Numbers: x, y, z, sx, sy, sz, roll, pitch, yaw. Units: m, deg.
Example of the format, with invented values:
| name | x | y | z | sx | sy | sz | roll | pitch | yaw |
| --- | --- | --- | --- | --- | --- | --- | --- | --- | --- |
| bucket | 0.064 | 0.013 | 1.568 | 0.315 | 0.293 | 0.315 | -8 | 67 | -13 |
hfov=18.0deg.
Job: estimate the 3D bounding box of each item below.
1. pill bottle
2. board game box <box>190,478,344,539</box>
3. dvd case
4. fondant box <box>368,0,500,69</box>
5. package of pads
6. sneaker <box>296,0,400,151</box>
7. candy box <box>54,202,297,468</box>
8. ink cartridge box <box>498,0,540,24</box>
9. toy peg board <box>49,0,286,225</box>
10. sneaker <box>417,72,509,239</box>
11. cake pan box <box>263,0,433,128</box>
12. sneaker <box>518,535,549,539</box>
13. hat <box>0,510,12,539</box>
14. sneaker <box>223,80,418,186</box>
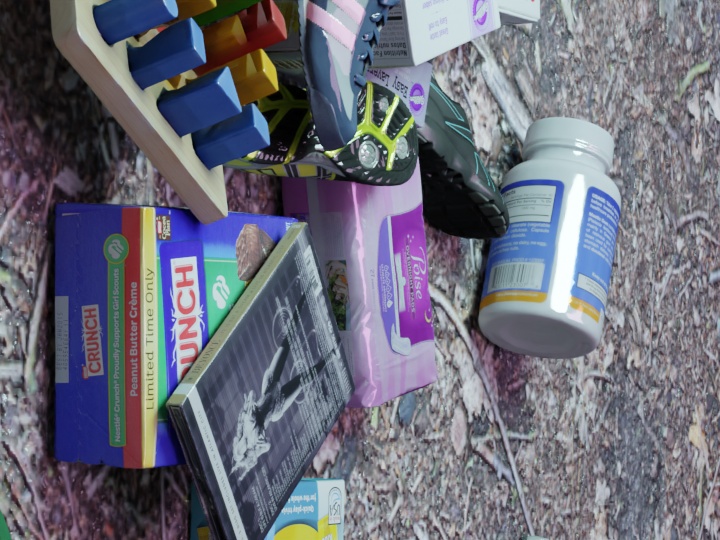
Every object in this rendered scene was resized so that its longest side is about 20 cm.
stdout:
| name | x | y | z | sx | sy | sz | roll | pitch | yaw |
| --- | --- | --- | --- | --- | --- | --- | --- | --- | --- |
| pill bottle | 0.175 | -0.031 | 2.042 | 0.112 | 0.112 | 0.201 | 44 | 51 | -53 |
| board game box | -0.067 | 0.252 | 1.646 | 0.151 | 0.047 | 0.201 | 7 | 83 | -62 |
| dvd case | -0.064 | 0.085 | 1.530 | 0.200 | 0.016 | 0.149 | -58 | 142 | -46 |
| fondant box | 0.037 | -0.259 | 1.642 | 0.144 | 0.058 | 0.201 | -31 | 118 | -56 |
| package of pads | 0.000 | 0.000 | 1.748 | 0.120 | 0.075 | 0.201 | -18 | 105 | -57 |
| sneaker | -0.001 | -0.182 | 1.544 | 0.070 | 0.082 | 0.201 | -41 | 129 | -82 |
| candy box | -0.121 | 0.042 | 1.519 | 0.200 | 0.077 | 0.170 | 2 | 89 | -61 |
| ink cartridge box | 0.089 | -0.312 | 1.917 | 0.144 | 0.084 | 0.201 | 4 | 84 | -62 |
| toy peg board | -0.111 | -0.173 | 1.447 | 0.200 | 0.098 | 0.200 | 52 | 21 | -48 |
| sneaker | 0.078 | -0.096 | 1.901 | 0.200 | 0.075 | 0.079 | 52 | 43 | -50 |
| cake pan box | -0.002 | -0.216 | 1.681 | 0.200 | 0.052 | 0.185 | 28 | 69 | -57 |
| sneaker | 0.175 | 0.334 | 2.078 | 0.087 | 0.074 | 0.200 | -45 | 128 | -47 |
| hat | -0.301 | 0.170 | 1.240 | 0.166 | 0.176 | 0.200 | 42 | 15 | -52 |
| sneaker | -0.040 | -0.101 | 1.625 | 0.200 | 0.076 | 0.076 | 10 | 83 | -42 |
